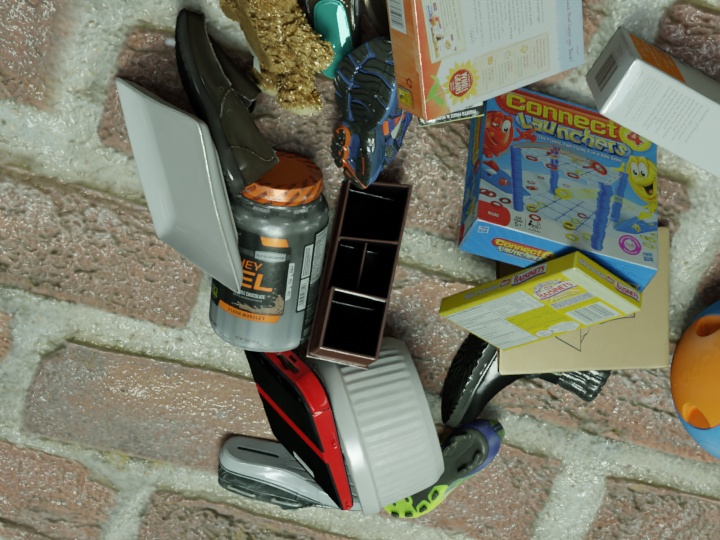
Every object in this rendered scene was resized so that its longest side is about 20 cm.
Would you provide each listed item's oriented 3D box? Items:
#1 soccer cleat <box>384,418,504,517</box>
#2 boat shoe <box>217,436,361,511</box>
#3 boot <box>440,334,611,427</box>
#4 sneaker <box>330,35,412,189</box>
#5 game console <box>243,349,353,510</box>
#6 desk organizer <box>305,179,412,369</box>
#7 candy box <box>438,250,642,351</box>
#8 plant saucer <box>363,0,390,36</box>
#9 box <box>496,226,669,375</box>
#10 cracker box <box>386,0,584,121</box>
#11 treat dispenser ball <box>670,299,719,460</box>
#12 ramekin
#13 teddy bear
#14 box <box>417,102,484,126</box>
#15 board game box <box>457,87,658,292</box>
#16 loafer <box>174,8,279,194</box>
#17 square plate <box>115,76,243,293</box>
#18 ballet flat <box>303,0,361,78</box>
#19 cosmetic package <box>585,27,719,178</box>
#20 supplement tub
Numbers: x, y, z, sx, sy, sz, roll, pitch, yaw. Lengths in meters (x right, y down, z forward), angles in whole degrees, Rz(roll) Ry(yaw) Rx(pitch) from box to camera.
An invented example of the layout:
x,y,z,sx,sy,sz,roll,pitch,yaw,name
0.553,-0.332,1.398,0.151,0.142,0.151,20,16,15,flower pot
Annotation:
x,y,z,sx,sy,sz,roll,pitch,yaw,name
0.103,0.246,1.736,0.200,0.084,0.065,-41,78,36,soccer cleat
-0.081,0.262,1.749,0.199,0.072,0.071,18,127,1,boat shoe
0.201,0.121,1.657,0.157,0.080,0.212,24,116,-13,boot
0.018,-0.176,1.471,0.075,0.078,0.200,41,149,16,sneaker
-0.072,0.162,1.620,0.031,0.200,0.178,-27,122,-17,game console
0.000,0.000,1.529,0.071,0.077,0.201,13,80,-8,desk organizer
0.185,0.035,1.469,0.102,0.027,0.200,32,147,-29,candy box
0.099,-0.303,1.450,0.199,0.030,0.201,0,118,0,plant saucer
0.252,0.033,1.591,0.199,0.021,0.164,-1,93,-8,box
0.125,-0.244,1.385,0.199,0.058,0.135,-21,122,-24,cracker box
0.452,0.124,1.591,0.200,0.201,0.202,0,119,0,treat dispenser ball
0.024,0.172,1.623,0.105,0.200,0.201,-17,119,-4,ramekin
-0.083,-0.245,1.432,0.067,0.145,0.201,-34,123,-19,teddy bear
0.077,-0.251,1.433,0.075,0.050,0.201,-9,119,2,box
0.210,-0.088,1.473,0.199,0.197,0.056,15,143,-9,board game box
-0.140,-0.181,1.467,0.071,0.073,0.201,-19,87,-12,loafer
-0.187,-0.095,1.490,0.028,0.198,0.201,-26,122,-25,square plate
-0.030,-0.293,1.428,0.068,0.069,0.201,3,128,2,ballet flat
0.345,-0.167,1.486,0.199,0.102,0.071,26,115,-15,cosmetic package
-0.100,-0.021,1.551,0.122,0.123,0.201,6,118,-4,supplement tub
